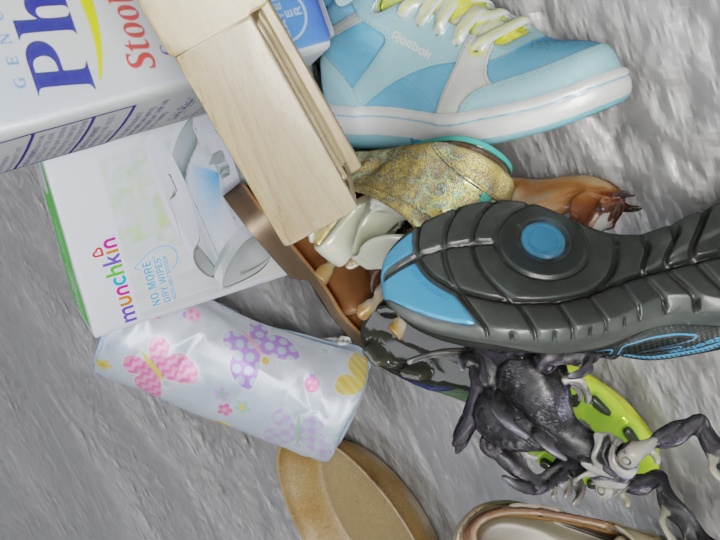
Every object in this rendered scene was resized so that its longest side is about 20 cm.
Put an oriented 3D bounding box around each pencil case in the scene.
[{"bbox_3d":[-0.093,0.066,1.031,0.200,0.083,0.091,20,111,-6],"label":"pencil case"}]

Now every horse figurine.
[{"bbox_3d":[0.051,-0.020,0.793,0.050,0.133,0.200,53,169,-17],"label":"horse figurine"}]

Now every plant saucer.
[{"bbox_3d":[0.007,0.208,1.151,0.200,0.035,0.200,39,146,32],"label":"plant saucer"}]

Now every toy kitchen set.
[{"bbox_3d":[0.006,-0.155,0.675,0.181,0.200,0.163,60,-174,-16],"label":"toy kitchen set"}]

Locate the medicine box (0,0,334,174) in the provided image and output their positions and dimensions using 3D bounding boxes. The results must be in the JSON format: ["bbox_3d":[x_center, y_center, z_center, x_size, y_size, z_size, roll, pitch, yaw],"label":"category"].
[{"bbox_3d":[-0.144,-0.164,0.745,0.103,0.200,0.182,-21,88,69],"label":"medicine box"}]

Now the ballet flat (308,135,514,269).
[{"bbox_3d":[0.007,-0.031,0.742,0.200,0.071,0.071,2,119,63],"label":"ballet flat"}]

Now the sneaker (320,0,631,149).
[{"bbox_3d":[0.042,-0.131,0.725,0.200,0.079,0.131,3,110,45],"label":"sneaker"}]

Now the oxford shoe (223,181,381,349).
[{"bbox_3d":[0.000,0.000,0.913,0.200,0.071,0.071,49,180,-37],"label":"oxford shoe"}]

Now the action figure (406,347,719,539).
[{"bbox_3d":[0.126,0.078,0.740,0.200,0.102,0.119,36,123,9],"label":"action figure"}]

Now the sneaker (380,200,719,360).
[{"bbox_3d":[0.107,0.017,0.654,0.082,0.200,0.073,103,166,-59],"label":"sneaker"}]

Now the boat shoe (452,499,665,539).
[{"bbox_3d":[0.145,0.176,0.777,0.200,0.076,0.072,12,165,9],"label":"boat shoe"}]

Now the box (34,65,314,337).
[{"bbox_3d":[-0.120,-0.085,0.906,0.097,0.176,0.200,-126,23,-51],"label":"box"}]

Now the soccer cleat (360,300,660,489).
[{"bbox_3d":[0.094,0.064,0.854,0.200,0.084,0.065,28,109,19],"label":"soccer cleat"}]
